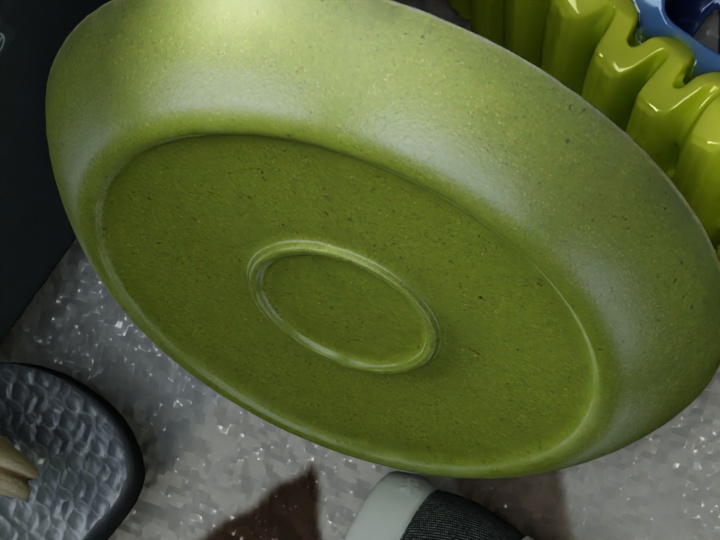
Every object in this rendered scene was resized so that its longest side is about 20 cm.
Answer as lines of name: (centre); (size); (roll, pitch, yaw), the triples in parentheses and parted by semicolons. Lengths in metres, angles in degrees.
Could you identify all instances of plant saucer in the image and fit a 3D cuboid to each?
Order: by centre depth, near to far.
plant saucer: (0.000, 0.000, 0.757); (0.199, 0.200, 0.031); (15, 56, 16)

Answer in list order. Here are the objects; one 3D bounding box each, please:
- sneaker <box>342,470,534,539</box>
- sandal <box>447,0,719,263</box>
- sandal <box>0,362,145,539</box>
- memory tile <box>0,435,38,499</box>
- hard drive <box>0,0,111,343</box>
sneaker: (0.019, 0.170, 0.817); (0.111, 0.073, 0.201); (23, 101, 14)
sandal: (0.088, -0.076, 0.781); (0.087, 0.080, 0.200); (-34, 74, -19)
sandal: (-0.151, 0.088, 0.885); (0.200, 0.043, 0.076); (-29, 76, 22)
memory tile: (-0.200, 0.025, 0.807); (0.199, 0.153, 0.017); (10, 78, 40)
hard drive: (-0.128, -0.042, 0.763); (0.033, 0.200, 0.140); (35, 89, 25)
